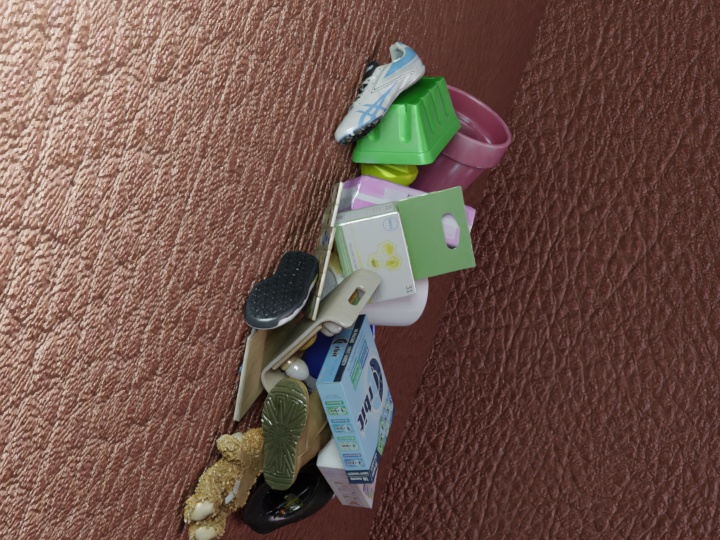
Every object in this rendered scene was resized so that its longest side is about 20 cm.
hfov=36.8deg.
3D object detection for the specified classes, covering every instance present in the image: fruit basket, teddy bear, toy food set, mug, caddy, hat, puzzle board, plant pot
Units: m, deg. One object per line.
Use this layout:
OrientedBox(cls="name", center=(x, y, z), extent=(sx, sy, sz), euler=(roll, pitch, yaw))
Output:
OrientedBox(cls="fruit basket", center=(0.068, -0.198, 1.755), extent=(0.215, 0.155, 0.217), euler=(4, 90, -70))
OrientedBox(cls="teddy bear", center=(-0.194, 0.299, 1.552), extent=(0.200, 0.067, 0.145), euler=(-62, 152, -26))
OrientedBox(cls="toy food set", center=(-0.055, 0.092, 1.592), extent=(0.200, 0.060, 0.144), euler=(-42, -172, 36))
OrientedBox(cls="mug", center=(-0.001, 0.009, 1.768), extent=(0.153, 0.187, 0.150), euler=(-6, 148, -34))
OrientedBox(cls="caddy", center=(-0.026, 0.119, 1.905), extent=(0.141, 0.105, 0.201), euler=(-44, 152, -68))
OrientedBox(cls="hat", center=(-0.131, 0.360, 1.846), extent=(0.200, 0.081, 0.201), euler=(-22, 144, -17))
OrientedBox(cls="puzzle board", center=(-0.136, 0.109, 1.598), extent=(0.200, 0.017, 0.151), euler=(-54, 160, -56))
OrientedBox(cls="plant pot", center=(0.153, -0.223, 2.015), extent=(0.179, 0.200, 0.200), euler=(-58, 177, 31))

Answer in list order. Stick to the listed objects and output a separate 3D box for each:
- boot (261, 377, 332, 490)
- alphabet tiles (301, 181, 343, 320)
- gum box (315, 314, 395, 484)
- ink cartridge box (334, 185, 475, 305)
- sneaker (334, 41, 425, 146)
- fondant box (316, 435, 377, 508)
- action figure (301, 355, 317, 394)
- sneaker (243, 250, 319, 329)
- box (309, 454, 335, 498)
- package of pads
OrientedBox(cls="boot", center=(-0.086, 0.214, 1.610), extent=(0.200, 0.066, 0.176), euler=(-38, 142, -69))
OrientedBox(cls="alphabet tiles", center=(-0.055, -0.030, 1.585), extent=(0.167, 0.008, 0.201), euler=(-172, -86, -82))
OrientedBox(cls="gum box", center=(-0.004, 0.199, 1.678), extent=(0.170, 0.044, 0.201), euler=(-69, 147, -53))
OrientedBox(cls="ink cartridge box", center=(0.068, -0.035, 1.625), extent=(0.048, 0.199, 0.146), euler=(-94, 172, -61))
OrientedBox(cls="sneaker", center=(0.019, -0.260, 1.604), extent=(0.200, 0.072, 0.072), euler=(-51, -173, -26))
OrientedBox(cls="fondant box", center=(-0.015, 0.298, 1.820), extent=(0.200, 0.058, 0.145), euler=(67, 28, -57))
OrientedBox(cls="action figure", center=(-0.106, 0.253, 1.786), extent=(0.193, 0.104, 0.201), euler=(-45, 154, -44))
OrientedBox(cls="sneaker", center=(-0.103, 0.047, 1.492), extent=(0.200, 0.071, 0.083), euler=(-52, 158, -59))
OrientedBox(cls="box", center=(-0.078, 0.327, 2.002), extent=(0.200, 0.114, 0.133), euler=(85, 27, -65))
OrientedBox(cls="package of pads", center=(0.068, -0.090, 1.694), extent=(0.120, 0.199, 0.076), euler=(-170, -85, -76))
